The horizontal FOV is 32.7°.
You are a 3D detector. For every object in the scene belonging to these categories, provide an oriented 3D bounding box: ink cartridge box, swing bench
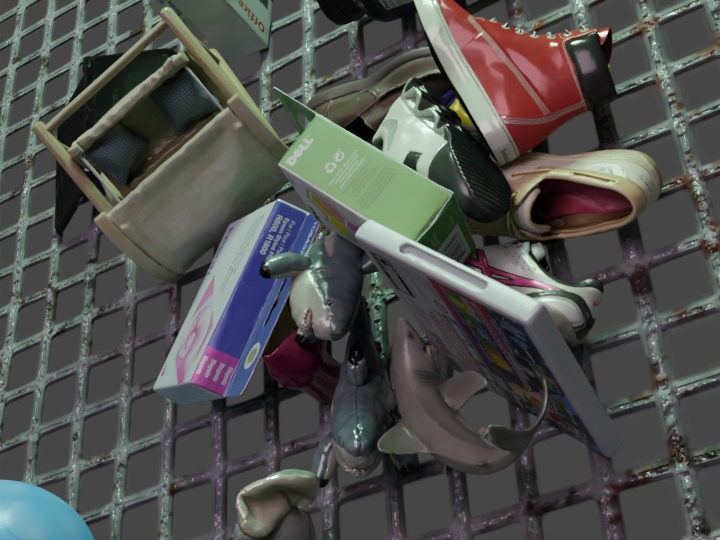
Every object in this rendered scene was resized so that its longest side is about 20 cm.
[{"bbox_3d":[-0.173,-0.367,1.464,0.083,0.147,0.200,-15,55,27],"label":"ink cartridge box"},{"bbox_3d":[-0.004,-0.066,1.036,0.200,0.104,0.059,33,79,27],"label":"ink cartridge box"},{"bbox_3d":[-0.200,-0.128,1.302,0.199,0.130,0.200,-41,67,7],"label":"swing bench"},{"bbox_3d":[-0.121,0.030,1.178,0.200,0.043,0.196,-21,42,65],"label":"ink cartridge box"}]

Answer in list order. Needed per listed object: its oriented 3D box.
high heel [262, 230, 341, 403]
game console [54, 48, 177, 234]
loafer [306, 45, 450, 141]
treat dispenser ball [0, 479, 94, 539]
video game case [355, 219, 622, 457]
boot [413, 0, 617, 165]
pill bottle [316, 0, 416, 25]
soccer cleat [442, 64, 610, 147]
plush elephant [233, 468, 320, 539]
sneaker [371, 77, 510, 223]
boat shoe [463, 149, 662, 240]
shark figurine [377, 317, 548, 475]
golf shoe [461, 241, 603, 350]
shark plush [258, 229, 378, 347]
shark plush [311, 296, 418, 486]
[{"bbox_3d":[-0.058,0.023,1.159,0.067,0.096,0.200,-26,50,20],"label":"high heel"},{"bbox_3d":[-0.300,-0.160,1.511,0.176,0.116,0.200,-7,53,-3],"label":"game console"},{"bbox_3d":[0.036,-0.163,1.240,0.200,0.073,0.071,-19,62,32],"label":"loafer"},{"bbox_3d":[-0.333,0.292,1.112,0.201,0.201,0.201,-19,53,26],"label":"treat dispenser ball"},{"bbox_3d":[0.101,0.053,0.949,0.182,0.200,0.023,28,72,42],"label":"video game case"},{"bbox_3d":[0.140,-0.205,1.097,0.144,0.072,0.200,-30,64,4],"label":"boot"},{"bbox_3d":[0.051,-0.329,1.299,0.200,0.112,0.112,-12,55,30],"label":"pill bottle"},{"bbox_3d":[0.132,-0.164,1.144,0.200,0.084,0.065,-20,15,26],"label":"soccer cleat"},{"bbox_3d":[-0.074,0.258,0.994,0.200,0.165,0.155,40,50,15],"label":"plush elephant"},{"bbox_3d":[0.065,-0.084,1.073,0.089,0.074,0.200,-48,34,16],"label":"sneaker"},{"bbox_3d":[0.155,-0.060,1.061,0.200,0.074,0.069,-8,24,31],"label":"boat shoe"},{"bbox_3d":[0.062,0.128,0.954,0.214,0.089,0.128,28,122,60],"label":"shark figurine"},{"bbox_3d":[0.120,0.012,1.057,0.200,0.073,0.092,31,77,39],"label":"golf shoe"},{"bbox_3d":[0.000,0.000,1.097,0.083,0.091,0.200,-2,24,38],"label":"shark plush"},{"bbox_3d":[0.010,0.098,1.061,0.091,0.083,0.200,1,46,15],"label":"shark plush"}]
